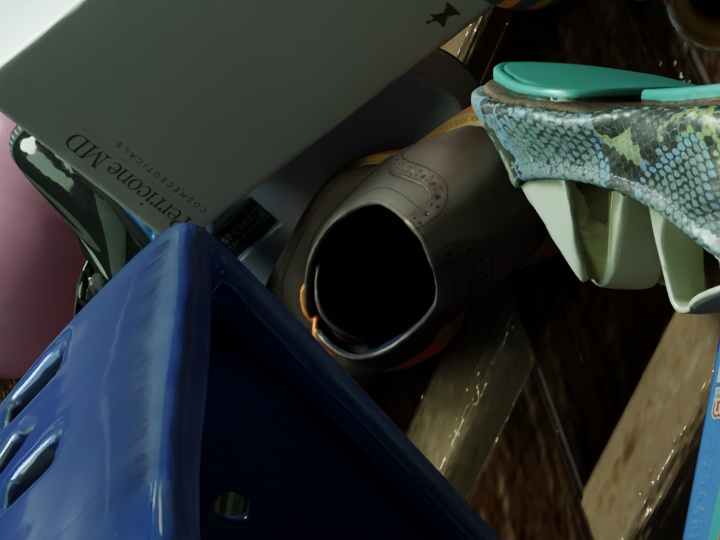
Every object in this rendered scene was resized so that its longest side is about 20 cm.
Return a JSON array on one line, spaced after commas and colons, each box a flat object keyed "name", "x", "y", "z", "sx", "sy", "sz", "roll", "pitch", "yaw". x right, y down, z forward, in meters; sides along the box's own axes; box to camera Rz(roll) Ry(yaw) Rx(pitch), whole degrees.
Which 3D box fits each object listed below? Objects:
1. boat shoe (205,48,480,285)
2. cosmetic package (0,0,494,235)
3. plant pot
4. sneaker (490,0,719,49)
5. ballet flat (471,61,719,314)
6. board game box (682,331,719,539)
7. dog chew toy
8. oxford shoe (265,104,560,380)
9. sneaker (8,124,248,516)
[{"name": "boat shoe", "x": -0.017, "y": -0.044, "z": 1.086, "sx": 0.200, "sy": 0.074, "sz": 0.065, "roll": -26, "pitch": 23, "yaw": 49}, {"name": "cosmetic package", "x": -0.026, "y": -0.114, "z": 0.975, "sx": 0.200, "sy": 0.107, "sz": 0.085, "roll": -38, "pitch": 39, "yaw": 19}, {"name": "plant pot", "x": -0.050, "y": 0.139, "z": 0.795, "sx": 0.179, "sy": 0.200, "sz": 0.200, "roll": -38, "pitch": 21, "yaw": 15}, {"name": "sneaker", "x": 0.079, "y": -0.102, "z": 0.829, "sx": 0.200, "sy": 0.077, "sz": 0.113, "roll": 133, "pitch": 142, "yaw": -55}, {"name": "ballet flat", "x": 0.083, "y": -0.023, "z": 0.827, "sx": 0.200, "sy": 0.074, "sz": 0.075, "roll": -165, "pitch": 84, "yaw": -71}, {"name": "board game box", "x": 0.121, "y": 0.097, "z": 0.662, "sx": 0.152, "sy": 0.045, "sz": 0.201, "roll": -12, "pitch": 63, "yaw": 63}, {"name": "dog chew toy", "x": -0.144, "y": -0.053, "z": 1.356, "sx": 0.201, "sy": 0.124, "sz": 0.125, "roll": -66, "pitch": 25, "yaw": 18}, {"name": "oxford shoe", "x": 0.000, "y": 0.000, "z": 0.988, "sx": 0.071, "sy": 0.072, "sz": 0.200, "roll": 56, "pitch": 150, "yaw": 4}, {"name": "sneaker", "x": -0.079, "y": 0.033, "z": 1.072, "sx": 0.071, "sy": 0.082, "sz": 0.201, "roll": -104, "pitch": -10, "yaw": -71}]
